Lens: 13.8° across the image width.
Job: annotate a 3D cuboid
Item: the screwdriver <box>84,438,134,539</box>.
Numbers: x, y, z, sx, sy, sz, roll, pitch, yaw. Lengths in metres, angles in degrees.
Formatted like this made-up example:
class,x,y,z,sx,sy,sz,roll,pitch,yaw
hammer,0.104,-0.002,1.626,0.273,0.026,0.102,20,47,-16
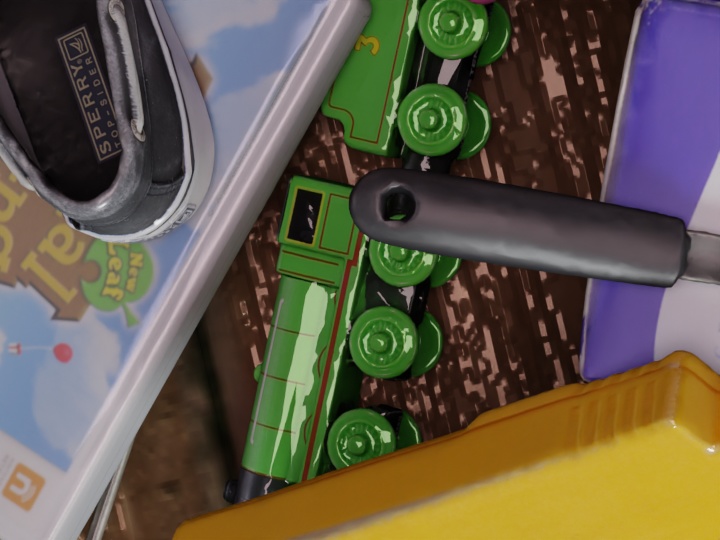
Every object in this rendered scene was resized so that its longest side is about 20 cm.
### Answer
class,x,y,z,sx,sy,sz,roll,pitch,yaw
screwdriver,-0.069,0.041,0.945,0.028,0.029,0.201,18,97,6

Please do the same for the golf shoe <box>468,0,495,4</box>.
class,x,y,z,sx,sy,sz,roll,pitch,yaw
golf shoe,0.005,-0.173,0.862,0.091,0.075,0.200,-31,105,7

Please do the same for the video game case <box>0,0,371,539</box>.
class,x,y,z,sx,sy,sz,roll,pitch,yaw
video game case,-0.120,-0.040,0.932,0.182,0.022,0.200,31,94,17

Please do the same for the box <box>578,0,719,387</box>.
class,x,y,z,sx,sy,sz,roll,pitch,yaw
box,0.169,-0.013,0.830,0.199,0.184,0.105,9,95,7

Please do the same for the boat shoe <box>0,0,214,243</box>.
class,x,y,z,sx,sy,sz,roll,pitch,yaw
boat shoe,-0.107,-0.102,0.886,0.072,0.068,0.201,-24,79,13

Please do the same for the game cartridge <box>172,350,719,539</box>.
class,x,y,z,sx,sy,sz,roll,pitch,yaw
game cartridge,0.073,0.097,0.828,0.200,0.033,0.176,-23,132,39

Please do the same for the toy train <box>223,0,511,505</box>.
class,x,y,z,sx,sy,sz,roll,pitch,yaw
toy train,0.000,0.000,0.927,0.056,0.042,0.201,14,93,17

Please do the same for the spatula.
class,x,y,z,sx,sy,sz,roll,pitch,yaw
spatula,0.095,-0.001,0.738,0.199,0.021,0.057,9,88,9
